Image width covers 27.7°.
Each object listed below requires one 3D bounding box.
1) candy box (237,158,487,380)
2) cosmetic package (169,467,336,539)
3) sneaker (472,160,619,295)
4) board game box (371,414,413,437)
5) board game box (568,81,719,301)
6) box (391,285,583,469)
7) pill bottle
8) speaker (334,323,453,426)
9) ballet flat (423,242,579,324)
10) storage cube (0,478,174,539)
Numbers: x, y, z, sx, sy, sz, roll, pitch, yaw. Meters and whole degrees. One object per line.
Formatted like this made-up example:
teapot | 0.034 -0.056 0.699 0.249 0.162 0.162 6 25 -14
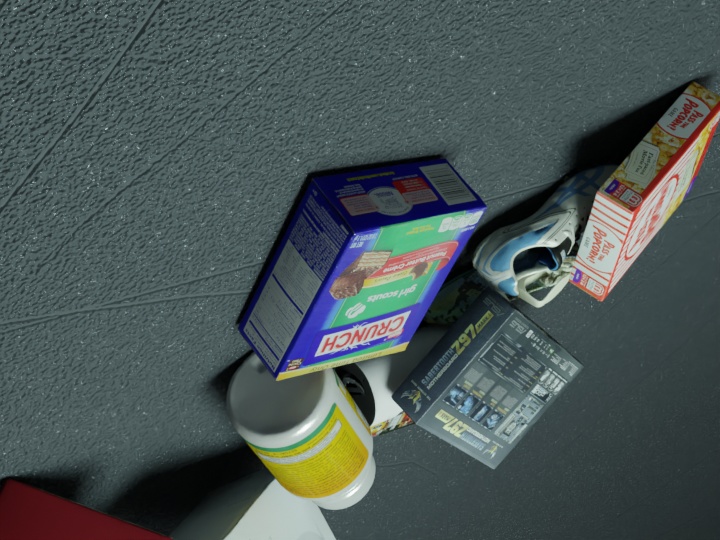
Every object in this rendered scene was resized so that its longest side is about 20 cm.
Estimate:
candy box | 0.000 0.000 1.360 0.168 0.077 0.201 -12 144 -39
cosmetic package | -0.108 0.340 1.522 0.122 0.200 0.200 -25 -172 24
sneaker | 0.209 -0.042 1.537 0.199 0.073 0.072 -36 152 -16
board game box | 0.025 0.156 1.684 0.199 0.024 0.105 -14 142 -36
board game box | 0.302 -0.084 1.546 0.200 0.046 0.152 -46 159 -30
box | 0.140 0.119 1.567 0.158 0.051 0.200 -50 143 4
pill bottle | -0.052 0.165 1.485 0.112 0.113 0.200 -35 144 -4
speaker | 0.070 0.103 1.594 0.199 0.081 0.082 -19 147 -32
ballet flat | 0.163 0.019 1.586 0.199 0.074 0.074 -28 151 -16
storage cube | -0.293 0.333 1.350 0.180 0.199 0.172 -73 -174 -48
